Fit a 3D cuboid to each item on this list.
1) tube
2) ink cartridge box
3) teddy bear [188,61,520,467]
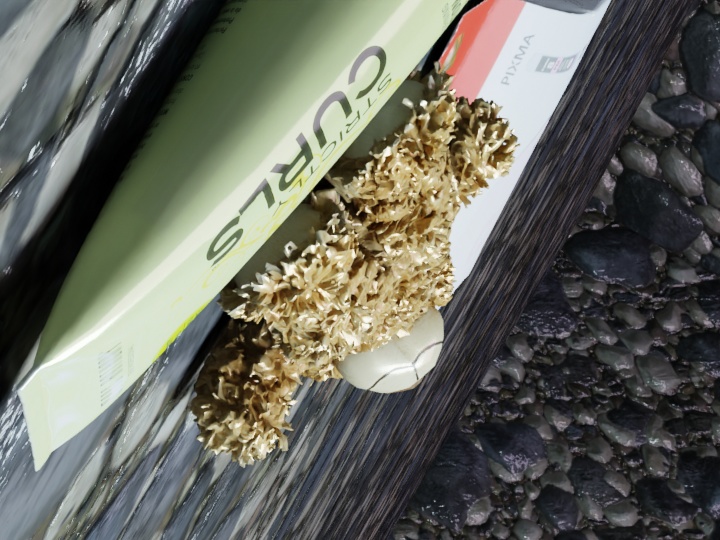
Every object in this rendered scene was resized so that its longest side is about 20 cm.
[{"bbox_3d":[-0.019,-0.041,0.588,0.200,0.052,0.058,-54,132,-17],"label":"tube"},{"bbox_3d":[0.047,-0.051,1.129,0.163,0.057,0.200,-63,179,19],"label":"ink cartridge box"},{"bbox_3d":[0.000,0.000,0.850,0.145,0.067,0.200,-55,172,-29],"label":"teddy bear"}]
